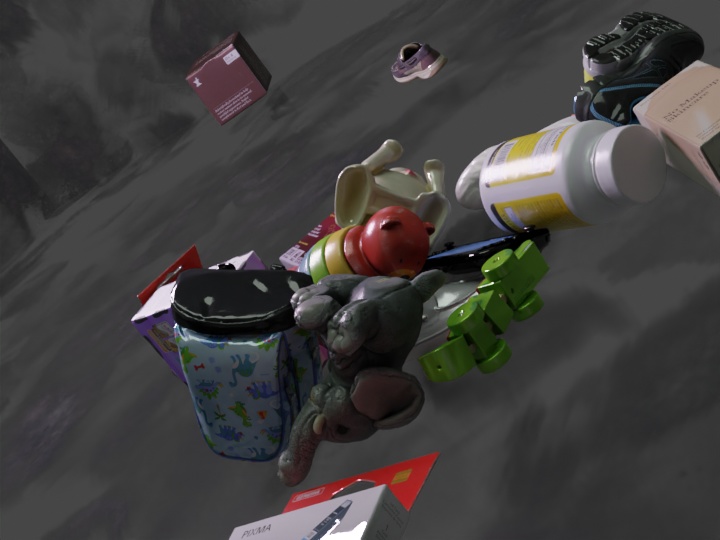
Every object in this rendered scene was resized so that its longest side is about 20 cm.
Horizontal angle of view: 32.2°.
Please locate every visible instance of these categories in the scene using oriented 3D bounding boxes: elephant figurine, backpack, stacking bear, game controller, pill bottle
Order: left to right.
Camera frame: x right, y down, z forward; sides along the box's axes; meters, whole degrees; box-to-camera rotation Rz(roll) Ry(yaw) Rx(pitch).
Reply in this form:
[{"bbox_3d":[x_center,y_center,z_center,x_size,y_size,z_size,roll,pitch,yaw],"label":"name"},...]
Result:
[{"bbox_3d":[-0.117,0.109,1.357,0.162,0.201,0.154,3,46,16],"label":"backpack"},{"bbox_3d":[-0.001,0.111,1.274,0.154,0.202,0.141,3,20,26],"label":"elephant figurine"},{"bbox_3d":[0.000,0.000,1.421,0.200,0.121,0.114,-37,51,39],"label":"stacking bear"},{"bbox_3d":[0.125,-0.018,1.402,0.104,0.042,0.200,-9,-1,-29],"label":"game controller"},{"bbox_3d":[0.229,-0.101,1.349,0.111,0.112,0.199,-46,20,-26],"label":"pill bottle"}]

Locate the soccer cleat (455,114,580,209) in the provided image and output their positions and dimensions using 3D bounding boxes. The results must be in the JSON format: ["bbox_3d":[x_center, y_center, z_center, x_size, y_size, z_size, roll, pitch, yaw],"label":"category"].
[{"bbox_3d":[0.204,-0.130,1.546,0.199,0.069,0.078,-28,23,20],"label":"soccer cleat"}]

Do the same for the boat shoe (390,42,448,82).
[{"bbox_3d":[0.104,-0.408,2.411,0.072,0.065,0.200,-42,18,-9],"label":"boat shoe"}]

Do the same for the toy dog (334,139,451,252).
[{"bbox_3d":[0.044,-0.064,1.576,0.138,0.195,0.200,11,18,5],"label":"toy dog"}]

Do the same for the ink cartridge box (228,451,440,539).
[{"bbox_3d":[-0.038,0.234,1.144,0.199,0.045,0.177,-23,24,37],"label":"ink cartridge box"}]

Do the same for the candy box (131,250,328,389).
[{"bbox_3d":[-0.159,0.081,1.542,0.199,0.168,0.072,-19,27,43],"label":"candy box"}]

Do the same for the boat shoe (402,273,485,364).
[{"bbox_3d":[0.063,0.046,1.368,0.199,0.069,0.072,-27,20,28],"label":"boat shoe"}]

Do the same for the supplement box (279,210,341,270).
[{"bbox_3d":[-0.011,-0.053,1.767,0.200,0.061,0.109,-40,18,-11],"label":"supplement box"}]

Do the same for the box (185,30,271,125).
[{"bbox_3d":[-0.359,-0.530,3.425,0.165,0.165,0.200,-32,19,13],"label":"box"}]

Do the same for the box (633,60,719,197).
[{"bbox_3d":[0.359,-0.142,1.256,0.095,0.078,0.200,-37,18,4],"label":"box"}]

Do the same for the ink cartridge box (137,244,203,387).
[{"bbox_3d":[-0.222,0.067,1.680,0.050,0.201,0.109,34,67,27],"label":"ink cartridge box"}]

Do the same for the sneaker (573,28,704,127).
[{"bbox_3d":[0.353,-0.220,1.508,0.199,0.073,0.082,-35,51,-18],"label":"sneaker"}]

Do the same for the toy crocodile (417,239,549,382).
[{"bbox_3d":[0.130,0.041,1.259,0.062,0.068,0.200,-16,28,49],"label":"toy crocodile"}]

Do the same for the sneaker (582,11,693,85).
[{"bbox_3d":[0.349,-0.268,1.597,0.199,0.091,0.078,-26,44,-32],"label":"sneaker"}]
